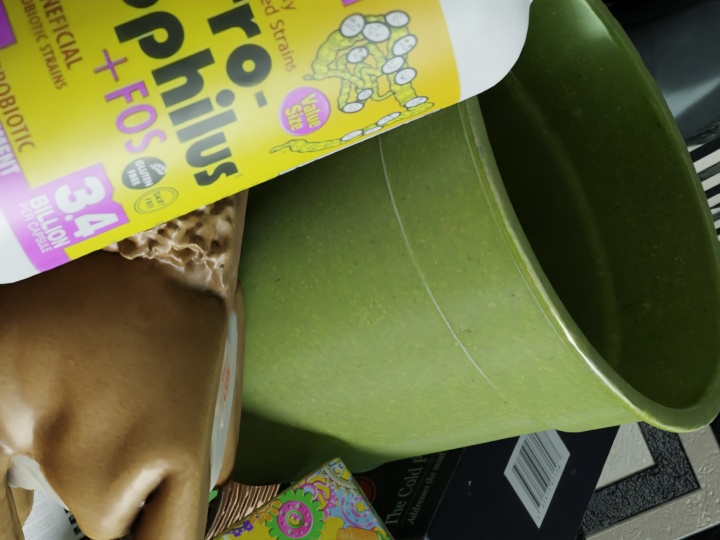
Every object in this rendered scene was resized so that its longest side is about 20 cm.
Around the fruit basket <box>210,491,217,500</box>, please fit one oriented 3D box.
[{"bbox_3d":[-0.153,0.085,1.077,0.215,0.156,0.216,-24,166,-6],"label":"fruit basket"}]

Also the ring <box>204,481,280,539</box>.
[{"bbox_3d":[-0.117,0.115,0.982,0.200,0.019,0.201,-28,146,-21],"label":"ring"}]

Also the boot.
[{"bbox_3d":[0.142,-0.073,1.101,0.153,0.074,0.204,-23,154,-7],"label":"boot"}]

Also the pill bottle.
[{"bbox_3d":[-0.027,-0.079,0.599,0.199,0.105,0.104,-23,172,-2],"label":"pill bottle"}]

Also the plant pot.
[{"bbox_3d":[0.016,-0.001,0.895,0.190,0.201,0.200,-25,172,28],"label":"plant pot"}]

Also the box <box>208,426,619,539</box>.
[{"bbox_3d":[0.014,0.113,1.189,0.182,0.104,0.200,-13,-147,34],"label":"box"}]

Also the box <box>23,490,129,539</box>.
[{"bbox_3d":[-0.177,0.135,0.885,0.200,0.035,0.110,-33,147,-16],"label":"box"}]

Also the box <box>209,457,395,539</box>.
[{"bbox_3d":[-0.029,0.207,0.912,0.122,0.200,0.193,-32,175,-26],"label":"box"}]

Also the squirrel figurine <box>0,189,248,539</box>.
[{"bbox_3d":[-0.136,0.013,0.774,0.186,0.201,0.142,7,-155,2],"label":"squirrel figurine"}]
